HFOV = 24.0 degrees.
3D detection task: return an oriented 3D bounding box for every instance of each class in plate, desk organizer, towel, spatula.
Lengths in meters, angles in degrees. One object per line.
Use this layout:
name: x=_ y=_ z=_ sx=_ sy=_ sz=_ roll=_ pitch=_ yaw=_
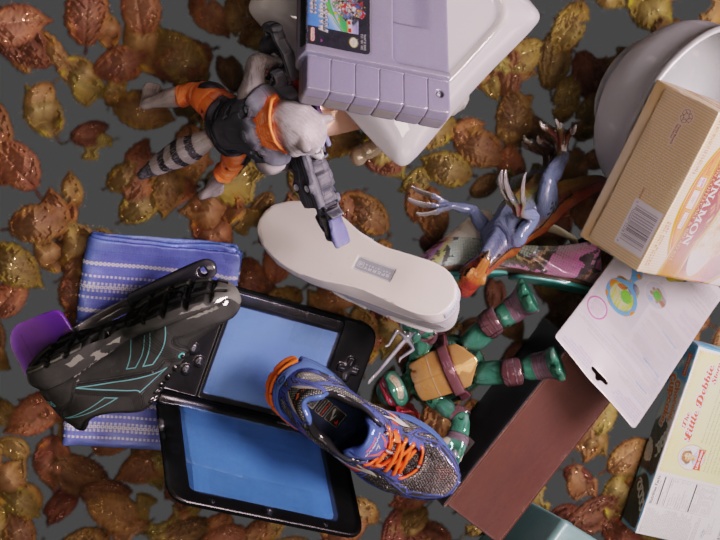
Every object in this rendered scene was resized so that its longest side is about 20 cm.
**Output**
plate: x=0.036 y=-0.229 z=1.480 sx=0.200 sy=0.032 sz=0.200 roll=45 pitch=76 yaw=-9
desk organizer: x=0.155 y=0.154 z=1.623 sx=0.077 sy=0.072 sz=0.200 roll=38 pitch=90 yaw=-23
towel: x=-0.187 y=0.067 z=1.524 sx=0.144 sy=0.024 sz=0.201 roll=5 pitch=101 yaw=-17
spatula: x=-0.216 y=0.037 z=1.484 sx=0.199 sy=0.021 sz=0.057 roll=-26 pitch=102 yaw=3

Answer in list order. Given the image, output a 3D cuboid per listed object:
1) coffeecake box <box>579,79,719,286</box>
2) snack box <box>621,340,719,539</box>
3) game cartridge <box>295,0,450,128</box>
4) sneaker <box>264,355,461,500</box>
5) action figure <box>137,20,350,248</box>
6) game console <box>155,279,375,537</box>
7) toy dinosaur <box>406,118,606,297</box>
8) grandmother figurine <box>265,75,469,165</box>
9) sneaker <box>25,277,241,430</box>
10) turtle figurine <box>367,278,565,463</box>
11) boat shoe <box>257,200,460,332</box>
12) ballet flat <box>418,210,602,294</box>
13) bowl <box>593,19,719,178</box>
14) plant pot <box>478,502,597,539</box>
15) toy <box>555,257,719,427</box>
coffeecake box: x=0.307 y=-0.072 z=1.517 sx=0.199 sy=0.073 sz=0.154 roll=8 pitch=112 yaw=-50
snack box: x=0.349 y=0.177 z=1.704 sx=0.116 sy=0.037 sz=0.201 roll=15 pitch=98 yaw=-20
game cartridge: x=0.010 y=-0.218 z=1.401 sx=0.129 sy=0.038 sz=0.201 roll=11 pitch=60 yaw=-20
sneaker: x=0.006 y=0.150 z=1.481 sx=0.199 sy=0.078 sz=0.076 roll=29 pitch=94 yaw=-19
action figure: x=-0.091 y=-0.095 z=1.424 sx=0.104 sy=0.193 sz=0.201 roll=-32 pitch=105 yaw=-39
game console: x=-0.074 y=0.122 z=1.506 sx=0.199 sy=0.116 sz=0.177 roll=17 pitch=97 yaw=-30
toy dinosaur: x=0.150 y=-0.044 z=1.524 sx=0.199 sy=0.105 sz=0.182 roll=26 pitch=72 yaw=-22
grandmother figurine: x=0.006 y=-0.158 z=1.514 sx=0.199 sy=0.061 sz=0.122 roll=-7 pitch=118 yaw=-18
sneaker: x=-0.185 y=0.070 z=1.451 sx=0.199 sy=0.075 sz=0.080 roll=-24 pitch=108 yaw=12
turtle figurine: x=0.081 y=0.093 z=1.567 sx=0.199 sy=0.101 sz=0.150 roll=-25 pitch=106 yaw=9
boat shoe: x=0.000 y=0.000 z=1.515 sx=0.199 sy=0.069 sz=0.072 roll=18 pitch=66 yaw=16
ballet flat: x=0.137 y=-0.019 z=1.586 sx=0.199 sy=0.069 sz=0.072 roll=4 pitch=84 yaw=-22
bowl: x=0.280 y=-0.152 z=1.558 sx=0.201 sy=0.090 sz=0.202 roll=-28 pitch=137 yaw=-29
plant pot: x=0.160 y=0.336 z=1.633 sx=0.141 sy=0.141 sz=0.201 roll=33 pitch=85 yaw=-21
toy: x=0.257 y=0.046 z=1.602 sx=0.115 sy=0.047 sz=0.200 roll=48 pitch=56 yaw=-9
